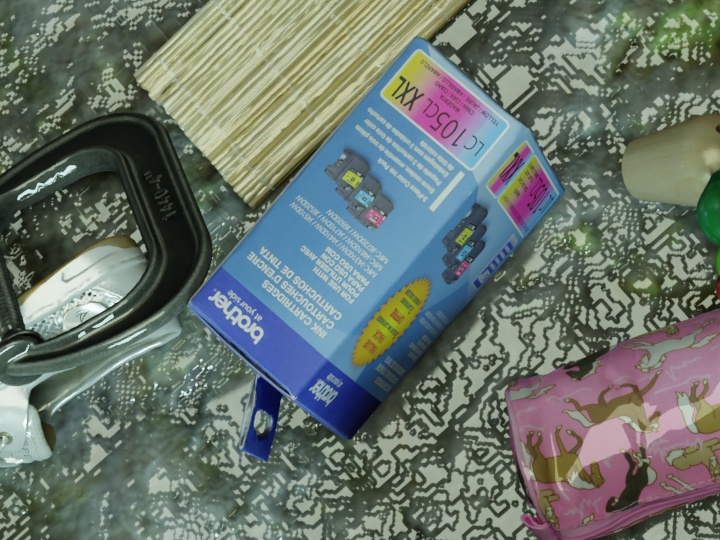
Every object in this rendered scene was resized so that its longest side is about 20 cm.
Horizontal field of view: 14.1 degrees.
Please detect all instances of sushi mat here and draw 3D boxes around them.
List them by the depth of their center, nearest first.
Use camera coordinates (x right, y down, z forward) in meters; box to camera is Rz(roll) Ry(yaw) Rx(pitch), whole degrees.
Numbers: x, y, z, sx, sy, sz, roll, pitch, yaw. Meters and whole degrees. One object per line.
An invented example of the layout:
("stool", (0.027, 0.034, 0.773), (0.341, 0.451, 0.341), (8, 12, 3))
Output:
("sushi mat", (-0.015, -0.134, 1.477), (0.200, 0.012, 0.096), (-44, 78, 1))

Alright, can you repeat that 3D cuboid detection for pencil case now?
("pencil case", (0.167, 0.068, 1.392), (0.199, 0.087, 0.083), (-17, 113, 6))

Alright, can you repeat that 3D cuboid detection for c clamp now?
("c clamp", (-0.157, -0.007, 1.419), (0.170, 0.027, 0.200), (-31, 38, -3))

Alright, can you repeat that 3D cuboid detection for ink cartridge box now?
("ink cartridge box", (0.000, 0.000, 1.394), (0.076, 0.136, 0.200), (42, 90, 17))

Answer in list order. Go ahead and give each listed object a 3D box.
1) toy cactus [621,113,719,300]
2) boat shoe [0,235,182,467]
("toy cactus", (0.203, -0.052, 1.387), (0.165, 0.102, 0.200), (-5, 45, 45))
("boat shoe", (-0.177, 0.066, 1.443), (0.200, 0.071, 0.069), (-37, 78, 1))
